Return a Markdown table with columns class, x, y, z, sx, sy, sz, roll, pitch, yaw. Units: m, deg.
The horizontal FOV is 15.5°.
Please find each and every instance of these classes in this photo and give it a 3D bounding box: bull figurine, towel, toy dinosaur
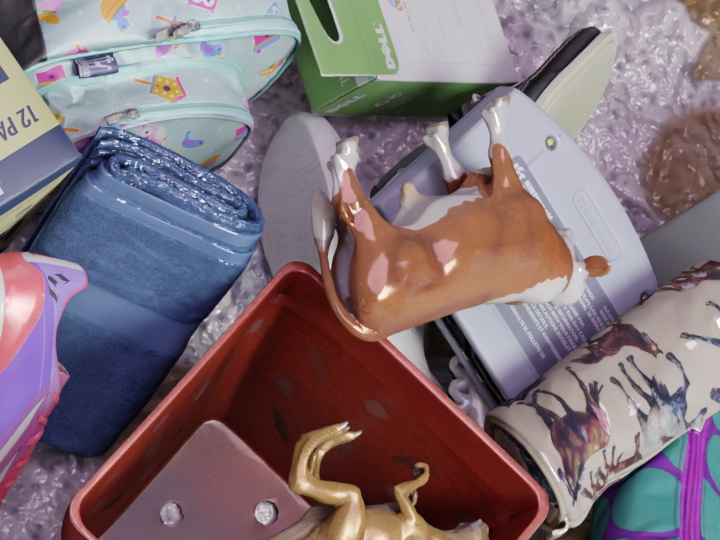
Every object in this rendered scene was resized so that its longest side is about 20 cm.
| class | x | y | z | sx | sy | sz | roll | pitch | yaw |
| --- | --- | --- | --- | --- | --- | --- | --- | --- | --- |
| bull figurine | 0.054 | -0.024 | 1.465 | 0.200 | 0.065 | 0.122 | -16 | 86 | -43 |
| towel | -0.144 | 0.015 | 1.486 | 0.111 | 0.200 | 0.049 | 26 | 32 | -17 |
| toy dinosaur | -0.016 | 0.137 | 1.370 | 0.199 | 0.060 | 0.107 | -9 | 79 | -22 |

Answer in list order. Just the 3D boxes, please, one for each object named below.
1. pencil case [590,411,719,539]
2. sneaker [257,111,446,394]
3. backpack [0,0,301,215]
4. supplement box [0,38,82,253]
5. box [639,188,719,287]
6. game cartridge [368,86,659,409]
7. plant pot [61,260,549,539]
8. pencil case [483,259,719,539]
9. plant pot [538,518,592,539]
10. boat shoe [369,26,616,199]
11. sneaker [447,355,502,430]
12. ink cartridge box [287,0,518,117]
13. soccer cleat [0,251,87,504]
| class | x | y | z | sx | sy | sz | roll | pitch | yaw |
| --- | --- | --- | --- | --- | --- | --- | --- | --- | --- |
| pencil case | 0.181 | 0.147 | 1.569 | 0.085 | 0.093 | 0.200 | 23 | 40 | -13 |
| sneaker | 0.000 | 0.000 | 1.617 | 0.088 | 0.075 | 0.201 | -8 | 79 | -39 |
| backpack | -0.133 | -0.125 | 1.533 | 0.199 | 0.176 | 0.154 | -21 | 79 | -23 |
| supplement box | -0.283 | -0.082 | 1.451 | 0.134 | 0.200 | 0.200 | -35 | 89 | -25 |
| box | 0.290 | 0.032 | 1.637 | 0.130 | 0.200 | 0.200 | -20 | 82 | -25 |
| game cartridge | 0.102 | -0.001 | 1.561 | 0.133 | 0.041 | 0.200 | -40 | 112 | -18 |
| plant pot | -0.052 | 0.148 | 1.483 | 0.200 | 0.176 | 0.200 | 44 | 65 | -4 |
| pencil case | 0.160 | 0.074 | 1.532 | 0.200 | 0.078 | 0.089 | -33 | 70 | -25 |
| plant pot | 0.184 | 0.224 | 1.584 | 0.199 | 0.028 | 0.201 | 19 | 42 | -17 |
| boat shoe | 0.087 | -0.090 | 1.622 | 0.068 | 0.072 | 0.200 | 32 | 61 | 24 |
| sneaker | 0.101 | 0.042 | 1.618 | 0.081 | 0.075 | 0.201 | 3 | 72 | 15 |
| ink cartridge box | 0.004 | -0.152 | 1.614 | 0.200 | 0.059 | 0.104 | -4 | 73 | -52 |
| soccer cleat | -0.197 | 0.081 | 1.456 | 0.073 | 0.068 | 0.201 | -3 | 120 | -26 |
